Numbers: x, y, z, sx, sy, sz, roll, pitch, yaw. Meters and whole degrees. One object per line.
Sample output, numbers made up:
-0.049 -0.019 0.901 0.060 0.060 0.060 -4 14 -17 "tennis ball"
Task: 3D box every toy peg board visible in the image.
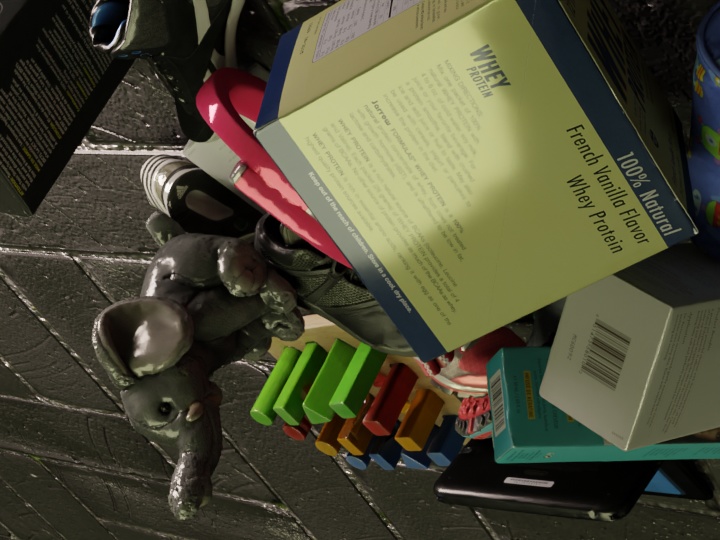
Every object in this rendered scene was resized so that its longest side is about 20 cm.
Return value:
0.001 0.143 1.556 0.199 0.098 0.199 -9 133 50 "toy peg board"

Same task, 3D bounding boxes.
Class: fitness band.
-0.038 -0.071 1.145 0.199 0.144 0.037 37 110 -14 "fitness band"

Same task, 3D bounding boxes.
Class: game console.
0.197 0.206 1.441 0.198 0.176 0.118 0 119 37 "game console"

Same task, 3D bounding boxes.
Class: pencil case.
0.249 -0.082 0.989 0.087 0.078 0.201 44 162 32 "pencil case"

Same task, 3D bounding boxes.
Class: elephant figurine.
-0.149 0.071 1.247 0.142 0.201 0.154 50 156 -25 "elephant figurine"

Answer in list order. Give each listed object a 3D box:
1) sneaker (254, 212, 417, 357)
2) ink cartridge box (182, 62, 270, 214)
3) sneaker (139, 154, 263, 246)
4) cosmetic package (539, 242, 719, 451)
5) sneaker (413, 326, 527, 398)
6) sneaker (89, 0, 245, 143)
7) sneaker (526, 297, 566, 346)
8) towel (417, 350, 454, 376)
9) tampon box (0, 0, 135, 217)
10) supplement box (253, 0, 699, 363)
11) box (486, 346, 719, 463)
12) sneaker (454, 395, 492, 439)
0.000 0.000 1.248 0.198 0.077 0.115 25 157 17 "sneaker"
-0.040 -0.075 1.295 0.199 0.051 0.109 36 149 -14 "ink cartridge box"
-0.116 -0.050 1.408 0.200 0.076 0.115 36 180 -39 "sneaker"
0.225 0.045 1.057 0.084 0.198 0.109 31 115 40 "cosmetic package"
0.061 0.040 1.350 0.199 0.074 0.087 26 145 23 "sneaker"
-0.149 -0.165 1.158 0.073 0.111 0.201 53 150 30 "sneaker"
0.172 0.012 1.250 0.088 0.074 0.200 58 156 8 "sneaker"
0.040 -0.024 1.126 0.022 0.200 0.146 -27 102 21 "towel"
-0.286 -0.165 1.215 0.148 0.201 0.127 9 146 30 "tampon box"
0.075 -0.089 0.978 0.198 0.135 0.201 -27 118 22 "supplement box"
0.202 0.105 1.233 0.197 0.083 0.049 0 160 -12 "box"
0.161 0.128 1.408 0.095 0.080 0.199 34 154 -19 "sneaker"
